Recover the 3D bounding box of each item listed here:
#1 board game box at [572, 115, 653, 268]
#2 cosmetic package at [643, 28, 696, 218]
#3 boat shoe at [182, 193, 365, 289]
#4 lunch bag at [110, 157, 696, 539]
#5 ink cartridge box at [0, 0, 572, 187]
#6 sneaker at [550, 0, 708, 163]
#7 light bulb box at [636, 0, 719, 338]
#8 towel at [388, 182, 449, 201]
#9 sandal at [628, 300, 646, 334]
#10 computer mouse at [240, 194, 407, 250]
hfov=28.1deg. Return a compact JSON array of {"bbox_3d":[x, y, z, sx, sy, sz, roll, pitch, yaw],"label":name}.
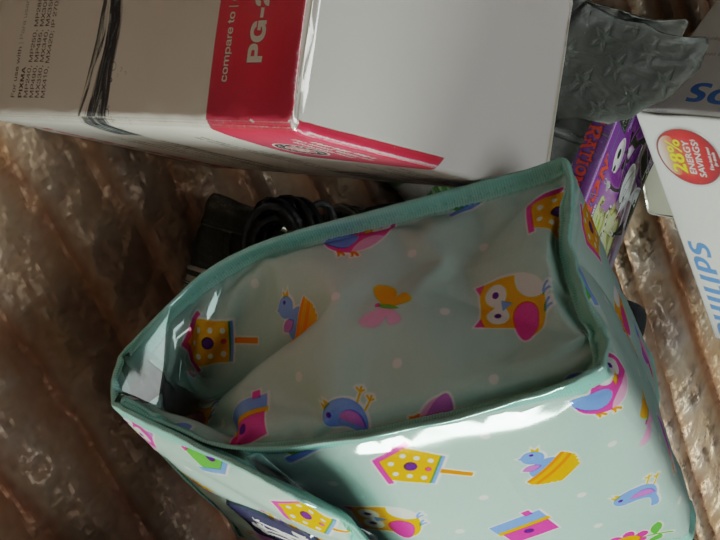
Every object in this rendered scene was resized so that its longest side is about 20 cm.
[{"bbox_3d":[0.121,-0.003,0.835,0.201,0.032,0.120,-68,154,-9],"label":"board game box"},{"bbox_3d":[0.272,-0.123,0.988,0.200,0.073,0.104,-34,122,-35],"label":"cosmetic package"},{"bbox_3d":[0.000,0.000,0.738,0.199,0.070,0.064,9,93,-45],"label":"boat shoe"},{"bbox_3d":[0.018,0.063,0.584,0.171,0.198,0.123,56,21,-52],"label":"lunch bag"},{"bbox_3d":[-0.038,-0.087,0.589,0.144,0.199,0.085,9,89,-46],"label":"ink cartridge box"},{"bbox_3d":[0.077,-0.121,0.744,0.199,0.060,0.105,24,106,-23],"label":"sneaker"},{"bbox_3d":[0.288,-0.082,0.872,0.200,0.124,0.199,-51,132,-27],"label":"light bulb box"},{"bbox_3d":[0.098,-0.060,0.861,0.200,0.023,0.153,44,68,-43],"label":"towel"},{"bbox_3d":[0.128,0.072,0.819,0.200,0.043,0.077,-32,136,-57],"label":"sandal"},{"bbox_3d":[0.043,0.014,0.698,0.199,0.053,0.140,-19,113,-30],"label":"computer mouse"}]
